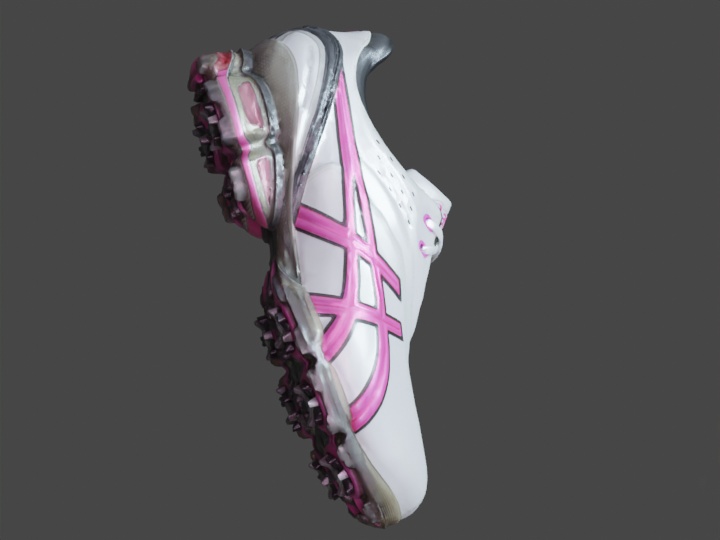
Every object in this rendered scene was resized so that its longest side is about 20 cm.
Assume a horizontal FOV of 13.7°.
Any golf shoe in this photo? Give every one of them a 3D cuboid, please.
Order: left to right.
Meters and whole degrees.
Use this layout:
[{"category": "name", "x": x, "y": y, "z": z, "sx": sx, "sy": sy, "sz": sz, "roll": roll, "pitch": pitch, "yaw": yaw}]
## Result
[{"category": "golf shoe", "x": 0.000, "y": 0.000, "z": 1.187, "sx": 0.092, "sy": 0.073, "sz": 0.201, "roll": -16, "pitch": 88, "yaw": -12}]
